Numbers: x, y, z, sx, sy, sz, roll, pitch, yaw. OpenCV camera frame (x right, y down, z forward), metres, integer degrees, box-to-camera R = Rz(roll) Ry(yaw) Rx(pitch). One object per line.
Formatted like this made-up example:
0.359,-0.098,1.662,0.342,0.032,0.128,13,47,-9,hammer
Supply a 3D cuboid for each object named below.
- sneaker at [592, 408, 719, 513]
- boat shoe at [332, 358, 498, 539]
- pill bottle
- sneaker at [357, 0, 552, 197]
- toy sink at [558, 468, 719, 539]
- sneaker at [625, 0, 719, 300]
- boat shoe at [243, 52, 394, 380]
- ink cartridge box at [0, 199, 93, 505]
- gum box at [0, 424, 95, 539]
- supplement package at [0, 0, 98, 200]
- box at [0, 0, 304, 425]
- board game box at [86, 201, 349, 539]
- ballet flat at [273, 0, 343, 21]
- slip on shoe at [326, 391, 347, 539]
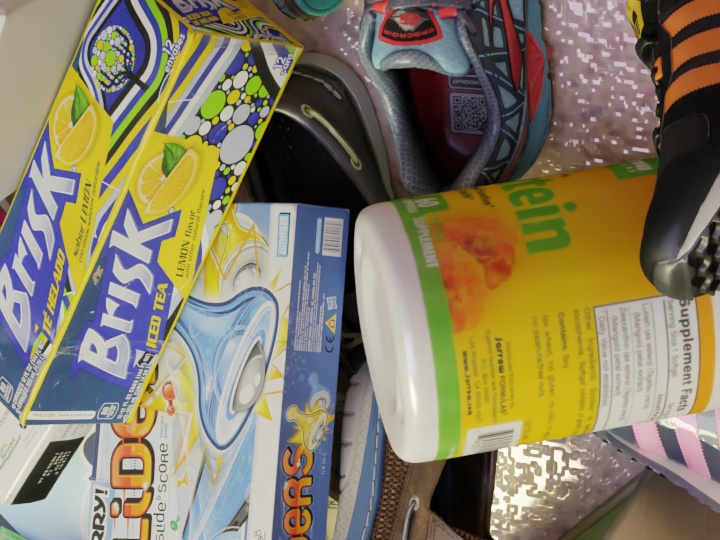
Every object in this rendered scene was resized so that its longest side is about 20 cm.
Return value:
0.155,0.056,1.194,0.200,0.070,0.082,31,97,10,sneaker
0.029,0.132,1.157,0.072,0.072,0.201,-8,74,31,boat shoe
0.104,0.011,1.122,0.199,0.111,0.112,-10,111,-8,pill bottle
0.040,-0.119,1.139,0.079,0.096,0.201,-2,111,23,sneaker
0.092,0.201,1.234,0.112,0.130,0.200,45,122,-1,toy sink
0.141,-0.078,1.075,0.090,0.201,0.070,19,155,21,sneaker
-0.003,0.001,1.228,0.072,0.060,0.202,-16,104,26,boat shoe
-0.198,0.012,1.305,0.200,0.037,0.095,48,120,24,ink cartridge box
-0.106,0.102,1.325,0.170,0.045,0.200,46,121,-1,gum box
-0.176,-0.117,1.170,0.119,0.200,0.122,28,119,9,supplement package
-0.106,-0.030,1.164,0.064,0.070,0.201,41,115,37,box
-0.068,0.069,1.194,0.135,0.034,0.201,2,87,48,board game box
-0.034,-0.212,1.158,0.074,0.074,0.201,10,113,19,ballet flat
-0.006,0.151,1.251,0.076,0.061,0.201,-1,126,7,slip on shoe
